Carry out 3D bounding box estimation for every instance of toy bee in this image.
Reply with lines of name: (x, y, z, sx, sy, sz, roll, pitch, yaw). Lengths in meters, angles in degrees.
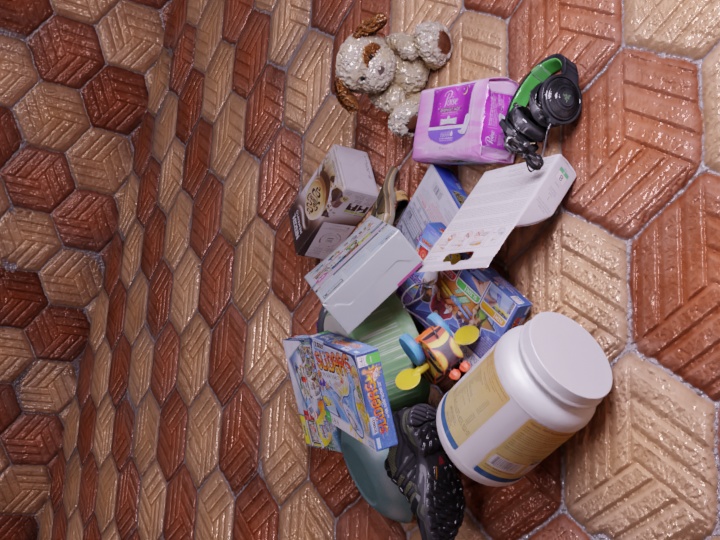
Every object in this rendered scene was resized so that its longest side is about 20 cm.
toy bee: (0.099, 0.115, 1.182, 0.131, 0.200, 0.109, -44, 62, 7)

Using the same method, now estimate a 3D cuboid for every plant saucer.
plant saucer: (0.013, 0.309, 1.366, 0.201, 0.038, 0.202, 52, 156, 35)

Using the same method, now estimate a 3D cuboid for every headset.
headset: (0.231, -0.215, 1.179, 0.123, 0.093, 0.202, -40, 30, 45)

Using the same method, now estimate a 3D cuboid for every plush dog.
plush dog: (0.037, -0.348, 1.495, 0.161, 0.170, 0.202, 47, 122, 55)

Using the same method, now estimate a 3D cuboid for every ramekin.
ramekin: (0.020, 0.133, 1.369, 0.201, 0.097, 0.202, 55, 156, 39)

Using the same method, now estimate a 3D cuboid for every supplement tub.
supplement tub: (0.200, 0.160, 1.087, 0.200, 0.143, 0.146, -52, 40, 38)

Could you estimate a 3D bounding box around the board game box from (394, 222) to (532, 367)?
board game box: (0.142, 0.042, 1.267, 0.200, 0.034, 0.136, 46, 125, 34)

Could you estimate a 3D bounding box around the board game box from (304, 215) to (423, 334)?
board game box: (0.000, 0.000, 1.285, 0.147, 0.064, 0.200, -42, 15, -1)

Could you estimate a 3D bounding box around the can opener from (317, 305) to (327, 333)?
can opener: (-0.071, 0.119, 1.589, 0.201, 0.066, 0.054, -61, 35, 30)

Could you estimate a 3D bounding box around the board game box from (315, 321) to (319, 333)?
board game box: (-0.035, 0.162, 1.610, 0.120, 0.032, 0.202, -48, 42, 49)

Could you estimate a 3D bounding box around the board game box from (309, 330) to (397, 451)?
board game box: (-0.014, 0.166, 1.254, 0.200, 0.034, 0.137, -173, 70, -69)

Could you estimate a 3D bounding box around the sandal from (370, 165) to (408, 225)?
sandal: (0.054, -0.109, 1.484, 0.201, 0.053, 0.081, -84, 16, -62)

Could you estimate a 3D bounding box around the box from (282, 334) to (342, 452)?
box: (-0.066, 0.215, 1.549, 0.136, 0.037, 0.203, -4, 101, 53)

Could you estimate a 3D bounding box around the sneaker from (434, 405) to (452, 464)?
sneaker: (0.103, 0.221, 1.281, 0.114, 0.076, 0.201, 44, 126, 26)

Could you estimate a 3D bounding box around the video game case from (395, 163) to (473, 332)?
video game case: (0.120, -0.034, 1.383, 0.182, 0.045, 0.201, -59, 36, 32)

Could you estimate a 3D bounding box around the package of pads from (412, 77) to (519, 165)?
package of pads: (0.159, -0.224, 1.342, 0.199, 0.075, 0.122, 10, 94, 62)

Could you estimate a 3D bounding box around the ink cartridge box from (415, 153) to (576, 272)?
ink cartridge box: (0.183, -0.062, 1.189, 0.201, 0.050, 0.160, -56, 24, -21)

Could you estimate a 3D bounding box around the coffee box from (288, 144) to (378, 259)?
coffee box: (-0.055, -0.126, 1.679, 0.200, 0.079, 0.114, -51, 41, 40)

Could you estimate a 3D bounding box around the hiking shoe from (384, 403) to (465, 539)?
hiking shoe: (0.083, 0.287, 1.228, 0.100, 0.075, 0.203, -15, 83, 55)
